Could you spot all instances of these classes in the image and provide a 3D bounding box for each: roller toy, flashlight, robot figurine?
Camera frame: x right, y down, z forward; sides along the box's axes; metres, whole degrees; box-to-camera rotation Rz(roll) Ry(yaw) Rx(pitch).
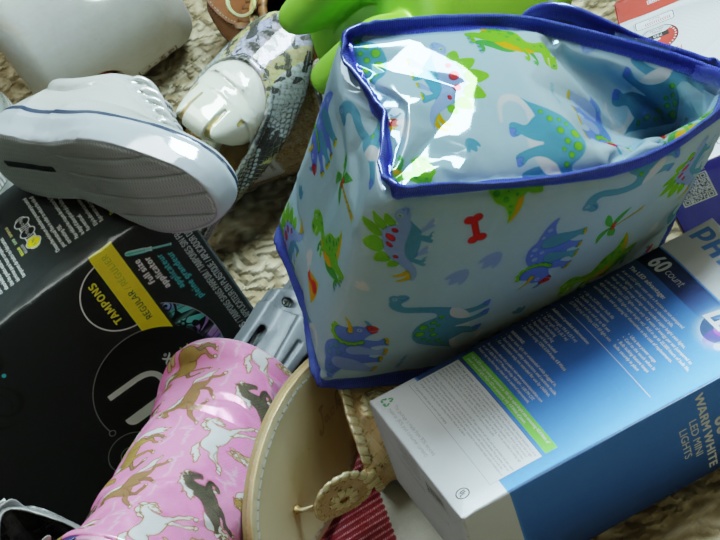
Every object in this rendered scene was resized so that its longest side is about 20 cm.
[{"bbox_3d":[-0.212,-0.213,1.539,0.140,0.200,0.183,-35,46,-3],"label":"roller toy"},{"bbox_3d":[0.000,0.000,1.218,0.068,0.068,0.200,23,59,16],"label":"flashlight"},{"bbox_3d":[0.048,-0.164,1.295,0.200,0.176,0.116,-21,-13,-41],"label":"robot figurine"}]

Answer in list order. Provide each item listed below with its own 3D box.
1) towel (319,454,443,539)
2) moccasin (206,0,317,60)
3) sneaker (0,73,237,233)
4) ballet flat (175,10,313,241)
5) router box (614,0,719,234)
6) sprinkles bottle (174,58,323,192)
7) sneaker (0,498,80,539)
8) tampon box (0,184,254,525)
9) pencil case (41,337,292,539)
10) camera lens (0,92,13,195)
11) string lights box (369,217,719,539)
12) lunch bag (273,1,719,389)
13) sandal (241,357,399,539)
[{"bbox_3d":[0.041,0.111,1.098,0.200,0.023,0.144,-30,36,7],"label":"towel"},{"bbox_3d":[-0.045,-0.177,1.452,0.074,0.078,0.201,-42,36,-11],"label":"moccasin"},{"bbox_3d":[-0.129,-0.074,1.147,0.200,0.073,0.071,16,58,45],"label":"sneaker"},{"bbox_3d":[-0.097,-0.072,1.313,0.201,0.072,0.072,-57,33,13],"label":"ballet flat"},{"bbox_3d":[0.252,-0.124,1.181,0.200,0.049,0.180,-23,37,15],"label":"router box"},{"bbox_3d":[-0.075,-0.085,1.377,0.200,0.068,0.068,-18,38,21],"label":"sprinkles bottle"},{"bbox_3d":[-0.141,0.182,1.104,0.075,0.082,0.200,-46,37,-17],"label":"sneaker"},{"bbox_3d":[-0.169,0.043,1.231,0.200,0.150,0.126,-37,35,-4],"label":"tampon box"},{"bbox_3d":[-0.094,0.114,1.081,0.083,0.086,0.200,-59,0,35],"label":"pencil case"},{"bbox_3d":[-0.258,-0.024,1.336,0.160,0.200,0.160,-21,37,17],"label":"camera lens"},{"bbox_3d":[0.118,0.062,1.023,0.200,0.059,0.103,-27,38,-10],"label":"string lights box"},{"bbox_3d":[0.074,-0.039,1.052,0.199,0.170,0.128,-4,57,-18],"label":"lunch bag"},{"bbox_3d":[0.012,0.068,1.089,0.069,0.078,0.212,-1,41,32],"label":"sandal"}]
